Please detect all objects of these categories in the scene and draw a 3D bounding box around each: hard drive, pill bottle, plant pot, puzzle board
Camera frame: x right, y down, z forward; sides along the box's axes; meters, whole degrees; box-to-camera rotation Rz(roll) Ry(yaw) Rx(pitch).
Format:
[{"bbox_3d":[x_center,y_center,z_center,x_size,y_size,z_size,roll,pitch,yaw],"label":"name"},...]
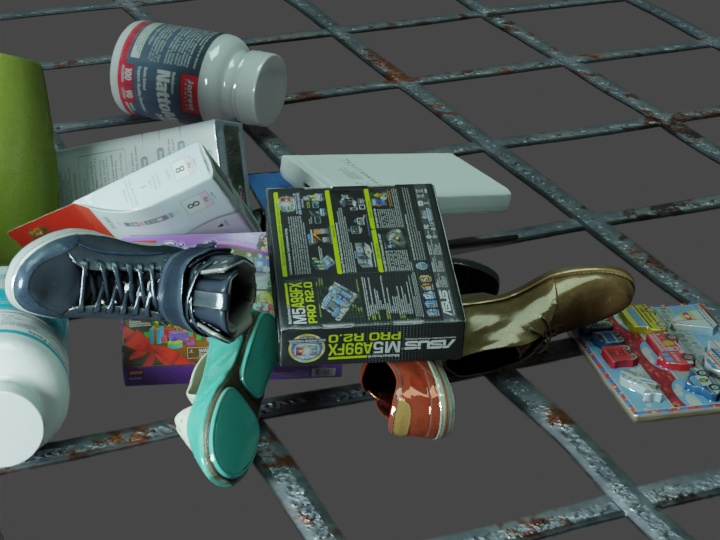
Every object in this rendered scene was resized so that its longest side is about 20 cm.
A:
[{"bbox_3d":[0.035,-0.088,1.707,0.198,0.027,0.132,-3,23,-28],"label":"hard drive"},{"bbox_3d":[-0.300,0.084,1.415,0.110,0.112,0.200,-3,26,-8],"label":"pill bottle"},{"bbox_3d":[-0.374,-0.110,1.646,0.185,0.202,0.187,8,-1,0],"label":"plant pot"},{"bbox_3d":[0.286,0.078,1.553,0.149,0.018,0.200,-6,26,-12],"label":"puzzle board"},{"bbox_3d":[-0.199,-0.239,2.087,0.198,0.121,0.120,11,27,22],"label":"pill bottle"}]

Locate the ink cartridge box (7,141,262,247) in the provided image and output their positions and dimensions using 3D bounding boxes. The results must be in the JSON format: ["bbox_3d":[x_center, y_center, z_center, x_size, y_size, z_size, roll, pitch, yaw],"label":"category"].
[{"bbox_3d":[-0.205,-0.028,1.583,0.199,0.163,0.057,-28,62,3],"label":"ink cartridge box"}]

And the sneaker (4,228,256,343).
[{"bbox_3d":[-0.179,0.013,1.396,0.201,0.078,0.146,-2,12,-40],"label":"sneaker"}]

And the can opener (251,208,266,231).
[{"bbox_3d":[-0.095,0.003,1.671,0.063,0.079,0.200,33,16,-27],"label":"can opener"}]

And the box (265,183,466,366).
[{"bbox_3d":[0.000,0.000,1.484,0.159,0.045,0.201,-3,39,-6],"label":"box"}]

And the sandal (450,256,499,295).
[{"bbox_3d":[0.034,0.033,1.593,0.198,0.076,0.048,-5,43,6],"label":"sandal"}]

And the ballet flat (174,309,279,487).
[{"bbox_3d":[-0.117,0.114,1.410,0.070,0.068,0.201,-21,32,26],"label":"ballet flat"}]

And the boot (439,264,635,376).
[{"bbox_3d":[0.163,0.052,1.546,0.198,0.074,0.076,-15,39,-2],"label":"boot"}]

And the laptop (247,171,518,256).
[{"bbox_3d":[0.019,-0.063,1.684,0.186,0.117,0.199,-8,-3,-36],"label":"laptop"}]

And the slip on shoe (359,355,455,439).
[{"bbox_3d":[0.027,0.081,1.478,0.061,0.075,0.200,-3,30,-16],"label":"slip on shoe"}]

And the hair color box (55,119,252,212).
[{"bbox_3d":[-0.213,-0.088,1.714,0.198,0.100,0.061,-8,-3,27],"label":"hair color box"}]

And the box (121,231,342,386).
[{"bbox_3d":[-0.119,0.033,1.534,0.198,0.039,0.138,-2,59,-6],"label":"box"}]
